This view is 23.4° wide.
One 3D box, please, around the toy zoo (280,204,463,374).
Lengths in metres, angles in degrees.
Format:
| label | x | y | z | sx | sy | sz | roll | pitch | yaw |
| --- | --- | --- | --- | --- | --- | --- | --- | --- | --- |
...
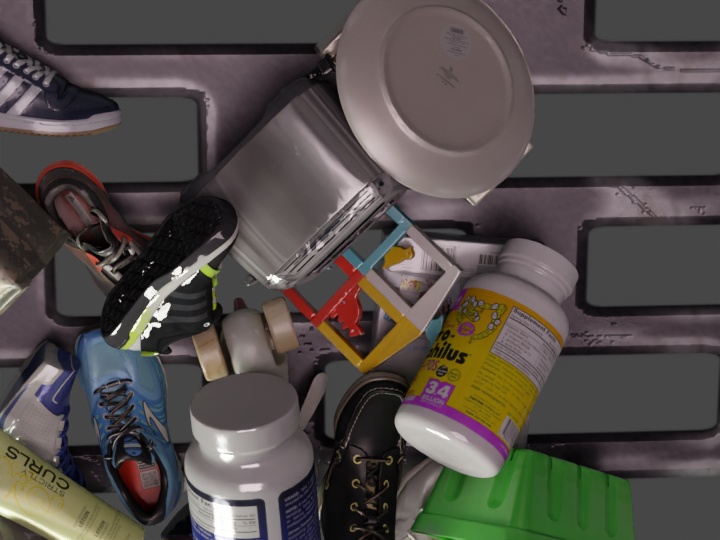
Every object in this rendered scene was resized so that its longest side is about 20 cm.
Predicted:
| label | x | y | z | sx | sy | sz | roll | pitch | yaw |
| --- | --- | --- | --- | --- | --- | --- | --- | --- | --- |
| toy zoo | 0.000 | 0.000 | 1.577 | 0.200 | 0.020 | 0.131 | 45 | 99 | 8 |

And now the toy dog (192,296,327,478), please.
| label | x | y | z | sx | sy | sz | roll | pitch | yaw |
| --- | --- | --- | --- | --- | --- | --- | --- | --- | --- |
| toy dog | -0.093 | 0.104 | 1.609 | 0.131 | 0.096 | 0.201 | 1 | 117 | -8 |

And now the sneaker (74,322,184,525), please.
| label | x | y | z | sx | sy | sz | roll | pitch | yaw |
| --- | --- | --- | --- | --- | --- | --- | --- | --- | --- |
| sneaker | -0.207 | 0.142 | 1.593 | 0.078 | 0.090 | 0.201 | -18 | 103 | -1 |

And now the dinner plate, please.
| label | x | y | z | sx | sy | sz | roll | pitch | yaw |
| --- | --- | --- | --- | --- | --- | --- | --- | --- | --- |
| dinner plate | 0.071 | -0.161 | 1.501 | 0.199 | 0.024 | 0.201 | 8 | 73 | -28 |

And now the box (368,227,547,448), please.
| label | x | y | z | sx | sy | sz | roll | pitch | yaw |
| --- | --- | --- | --- | --- | --- | --- | --- | --- | --- |
| box | 0.088 | 0.067 | 1.628 | 0.155 | 0.041 | 0.201 | 4 | 101 | -5 |

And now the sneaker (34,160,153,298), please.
| label | x | y | z | sx | sy | sz | roll | pitch | yaw |
| --- | --- | --- | --- | --- | --- | --- | --- | --- | --- |
| sneaker | -0.219 | -0.010 | 1.561 | 0.200 | 0.082 | 0.077 | 44 | 96 | -12 |

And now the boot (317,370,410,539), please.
| label | x | y | z | sx | sy | sz | roll | pitch | yaw |
| --- | --- | --- | --- | --- | --- | --- | --- | --- | --- |
| boot | 0.011 | 0.209 | 1.561 | 0.073 | 0.154 | 0.204 | 8 | 126 | -14 |

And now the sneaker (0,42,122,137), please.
| label | x | y | z | sx | sy | sz | roll | pitch | yaw |
| --- | --- | --- | --- | --- | --- | --- | --- | --- | --- |
| sneaker | -0.306 | -0.179 | 1.522 | 0.199 | 0.070 | 0.109 | 5 | 104 | -3 |

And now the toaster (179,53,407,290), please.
| label | x | y | z | sx | sy | sz | roll | pitch | yaw |
| --- | --- | --- | --- | --- | --- | --- | --- | --- | --- |
| toaster | -0.049 | -0.076 | 1.519 | 0.200 | 0.114 | 0.129 | -44 | 85 | 13 |

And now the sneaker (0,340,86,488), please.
| label | x | y | z | sx | sy | sz | roll | pitch | yaw |
| --- | --- | --- | --- | --- | --- | --- | --- | --- | --- |
| sneaker | -0.291 | 0.170 | 1.604 | 0.115 | 0.081 | 0.200 | 28 | 106 | -14 |

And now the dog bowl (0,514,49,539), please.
| label | x | y | z | sx | sy | sz | roll | pitch | yaw |
| --- | --- | --- | --- | --- | --- | --- | --- | --- | --- |
| dog bowl | -0.349 | 0.291 | 1.596 | 0.199 | 0.059 | 0.201 | 1 | 127 | 1 |

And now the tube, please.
| label | x | y | z | sx | sy | sz | roll | pitch | yaw |
| --- | --- | --- | --- | --- | --- | --- | --- | --- | --- |
| tube | -0.286 | 0.202 | 1.544 | 0.200 | 0.058 | 0.052 | 35 | 117 | -16 |

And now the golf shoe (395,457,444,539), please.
| label | x | y | z | sx | sy | sz | roll | pitch | yaw |
| --- | --- | --- | --- | --- | --- | --- | --- | --- | --- |
| golf shoe | 0.049 | 0.264 | 1.636 | 0.075 | 0.092 | 0.200 | 27 | 104 | -20 |

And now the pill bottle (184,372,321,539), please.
| label | x | y | z | sx | sy | sz | roll | pitch | yaw |
| --- | --- | --- | --- | --- | --- | --- | --- | --- | --- |
| pill bottle | -0.095 | 0.199 | 1.537 | 0.115 | 0.116 | 0.201 | -5 | 118 | -4 |

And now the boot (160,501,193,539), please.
| label | x | y | z | sx | sy | sz | roll | pitch | yaw |
| --- | --- | --- | --- | --- | --- | --- | --- | --- | --- |
| boot | -0.171 | 0.311 | 1.613 | 0.200 | 0.075 | 0.097 | -49 | 114 | -26 |

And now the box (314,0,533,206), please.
| label | x | y | z | sx | sy | sz | roll | pitch | yaw |
| --- | --- | --- | --- | --- | --- | --- | --- | --- | --- |
| box | 0.056 | -0.156 | 1.561 | 0.082 | 0.068 | 0.200 | -44 | 102 | 4 |

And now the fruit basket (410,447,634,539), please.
| label | x | y | z | sx | sy | sz | roll | pitch | yaw |
| --- | --- | --- | --- | --- | --- | --- | --- | --- | --- |
| fruit basket | 0.142 | 0.270 | 1.595 | 0.215 | 0.155 | 0.217 | -2 | 93 | -45 |

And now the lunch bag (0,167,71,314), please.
| label | x | y | z | sx | sy | sz | roll | pitch | yaw |
| --- | --- | --- | --- | --- | --- | --- | --- | --- | --- |
| lunch bag | -0.381 | -0.012 | 1.525 | 0.164 | 0.118 | 0.200 | 45 | 124 | -10 |

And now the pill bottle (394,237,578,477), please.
| label | x | y | z | sx | sy | sz | roll | pitch | yaw |
| --- | --- | --- | --- | --- | --- | --- | --- | --- | --- |
| pill bottle | 0.117 | 0.074 | 1.534 | 0.104 | 0.104 | 0.200 | 33 | 72 | -11 |

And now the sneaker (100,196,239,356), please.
| label | x | y | z | sx | sy | sz | roll | pitch | yaw |
| --- | --- | --- | --- | --- | --- | --- | --- | --- | --- |
| sneaker | -0.149 | 0.009 | 1.509 | 0.083 | 0.072 | 0.200 | 22 | 135 | -29 |
